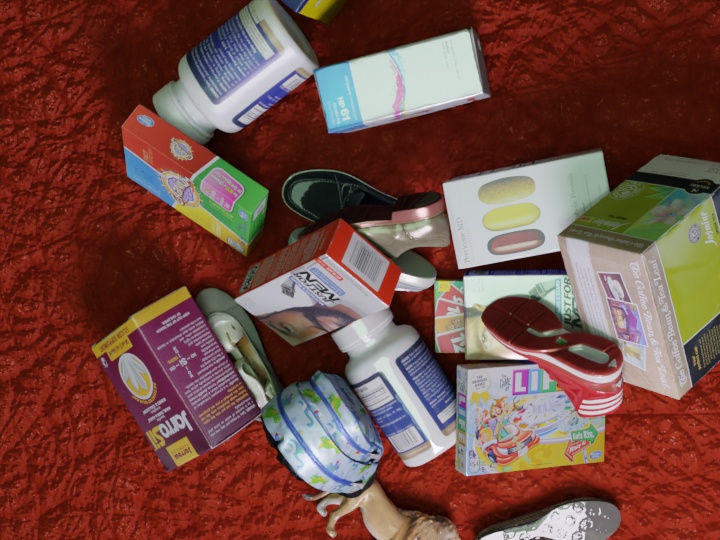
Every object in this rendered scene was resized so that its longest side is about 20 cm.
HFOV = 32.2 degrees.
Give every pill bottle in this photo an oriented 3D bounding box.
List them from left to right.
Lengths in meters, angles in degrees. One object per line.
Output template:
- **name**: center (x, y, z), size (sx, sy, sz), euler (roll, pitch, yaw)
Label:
- **pill bottle**: center (-0.164, -0.249, 1.601), size (0.199, 0.120, 0.120), euler (-35, 90, 12)
- **pill bottle**: center (0.050, 0.142, 1.608), size (0.111, 0.111, 0.201), euler (-33, 94, 12)

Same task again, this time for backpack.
- **backpack**: center (-0.048, 0.202, 1.571), size (0.153, 0.200, 0.164), euler (-37, 69, 21)

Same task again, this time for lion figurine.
- **lion figurine**: center (0.028, 0.329, 1.662), size (0.200, 0.072, 0.123), euler (42, 95, 7)

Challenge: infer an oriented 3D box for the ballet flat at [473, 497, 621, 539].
- **ballet flat**: center (0.243, 0.340, 1.641), size (0.198, 0.046, 0.068), euler (-18, 97, 7)

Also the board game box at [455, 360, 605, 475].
- **board game box**: center (0.217, 0.181, 1.578), size (0.198, 0.034, 0.136), euler (-3, 97, -21)

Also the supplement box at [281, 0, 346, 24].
- **supplement box**: center (-0.064, -0.384, 1.525), size (0.109, 0.200, 0.110), euler (40, 102, 3)

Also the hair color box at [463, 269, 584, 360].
- **hair color box**: center (0.230, 0.055, 1.570), size (0.198, 0.065, 0.111), euler (-1, 97, 10)

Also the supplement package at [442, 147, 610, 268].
- **supplement package**: center (0.213, -0.078, 1.558), size (0.198, 0.110, 0.115), euler (-11, 95, 11)

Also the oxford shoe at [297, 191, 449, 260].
- **oxford shoe**: center (0.016, -0.042, 1.555), size (0.198, 0.071, 0.075), euler (-8, 114, 25)

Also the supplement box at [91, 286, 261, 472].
- **supplement box**: center (-0.244, 0.144, 1.646), size (0.131, 0.103, 0.201), euler (-33, 90, 46)

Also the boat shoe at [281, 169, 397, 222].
- **boat shoe**: center (-0.011, -0.081, 1.623), size (0.198, 0.062, 0.075), euler (20, 102, 9)

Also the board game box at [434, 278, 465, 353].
- **board game box**: center (0.196, 0.060, 1.622), size (0.198, 0.030, 0.097), euler (0, 96, 8)

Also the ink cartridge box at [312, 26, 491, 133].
- **ink cartridge box**: center (0.057, -0.233, 1.549), size (0.198, 0.145, 0.085), euler (-14, 94, 12)

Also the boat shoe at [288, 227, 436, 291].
- **boat shoe**: center (-0.001, 0.000, 1.635), size (0.199, 0.070, 0.072), euler (15, 120, 7)

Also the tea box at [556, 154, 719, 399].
- **tea box**: center (0.359, 0.003, 1.455), size (0.196, 0.133, 0.201), euler (-35, 120, -28)

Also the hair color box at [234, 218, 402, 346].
- **hair color box**: center (-0.056, 0.019, 1.571), size (0.111, 0.064, 0.199), euler (39, 143, -22)

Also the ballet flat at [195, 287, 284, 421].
- **ballet flat**: center (-0.162, 0.112, 1.672), size (0.067, 0.064, 0.201), euler (-31, 90, 12)

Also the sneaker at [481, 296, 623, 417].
- **sneaker**: center (0.229, 0.116, 1.498), size (0.078, 0.199, 0.116), euler (-36, 133, -23)

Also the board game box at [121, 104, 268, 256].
- **board game box**: center (-0.214, -0.113, 1.611), size (0.199, 0.153, 0.040), euler (34, 69, 6)
